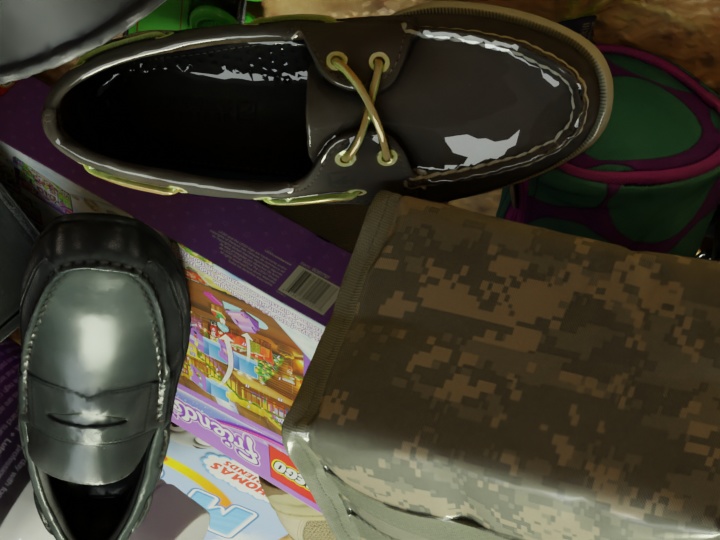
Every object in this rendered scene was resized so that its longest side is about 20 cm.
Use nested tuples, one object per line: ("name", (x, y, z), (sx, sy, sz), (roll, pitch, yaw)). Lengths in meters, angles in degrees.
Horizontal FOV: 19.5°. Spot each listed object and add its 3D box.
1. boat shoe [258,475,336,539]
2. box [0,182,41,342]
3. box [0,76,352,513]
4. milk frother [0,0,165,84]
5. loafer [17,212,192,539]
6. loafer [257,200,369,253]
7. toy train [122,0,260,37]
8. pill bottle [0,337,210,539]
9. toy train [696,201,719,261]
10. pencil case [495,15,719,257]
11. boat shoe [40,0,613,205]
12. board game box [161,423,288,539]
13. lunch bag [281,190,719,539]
("boat shoe", (0.051, 0.105, 0.946), (0.199, 0.071, 0.065), (0, 124, 32))
("box", (-0.246, -0.013, 0.818), (0.201, 0.193, 0.047), (54, 170, -18))
("box", (-0.082, 0.008, 0.885), (0.199, 0.039, 0.137), (29, 147, 20))
("milk frother", (-0.170, -0.134, 0.635), (0.179, 0.201, 0.189), (-4, 130, 38))
("loafer", (-0.103, 0.052, 0.840), (0.067, 0.071, 0.201), (4, 145, -4))
("loafer", (0.000, 0.000, 0.890), (0.075, 0.069, 0.201), (-2, 141, 20))
("toy train", (-0.058, -0.136, 0.753), (0.056, 0.042, 0.201), (21, 145, 7))
("pill bottle", (-0.174, 0.093, 0.984), (0.199, 0.112, 0.112), (32, 146, 11))
("toy train", (0.163, 0.000, 0.872), (0.045, 0.034, 0.201), (-1, 143, 1))
("pencil case", (0.082, 0.001, 0.838), (0.092, 0.086, 0.201), (-4, 140, -15))
("boat shoe", (-0.013, -0.055, 0.737), (0.199, 0.061, 0.072), (-1, 101, 16))
("board game box", (-0.069, 0.074, 1.041), (0.151, 0.037, 0.200), (31, 142, -23))
("lunch bag", (0.078, 0.077, 0.759), (0.163, 0.118, 0.200), (12, 154, 19))
